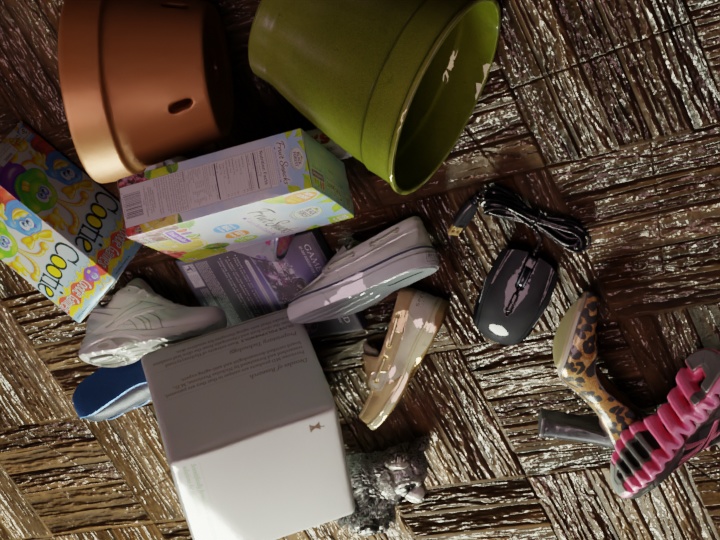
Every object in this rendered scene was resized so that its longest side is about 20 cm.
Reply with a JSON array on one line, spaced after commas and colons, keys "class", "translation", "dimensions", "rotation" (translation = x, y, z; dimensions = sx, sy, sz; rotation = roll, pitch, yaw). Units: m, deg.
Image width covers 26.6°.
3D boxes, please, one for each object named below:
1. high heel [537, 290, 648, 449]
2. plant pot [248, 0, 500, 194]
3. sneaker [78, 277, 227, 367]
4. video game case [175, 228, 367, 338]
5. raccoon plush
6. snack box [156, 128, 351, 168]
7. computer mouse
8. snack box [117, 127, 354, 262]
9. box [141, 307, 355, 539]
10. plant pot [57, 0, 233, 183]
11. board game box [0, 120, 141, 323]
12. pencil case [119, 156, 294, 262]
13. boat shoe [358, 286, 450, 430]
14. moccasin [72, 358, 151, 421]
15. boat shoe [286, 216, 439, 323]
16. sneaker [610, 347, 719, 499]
[{"class": "high heel", "translation": [0.279, 0.110, 1.660], "dimensions": [0.140, 0.072, 0.202], "rotation": [7, 124, -1]}, {"class": "plant pot", "translation": [0.003, -0.207, 1.451], "dimensions": [0.191, 0.200, 0.202], "rotation": [29, 134, 17]}, {"class": "sneaker", "translation": [-0.252, 0.053, 1.829], "dimensions": [0.197, 0.101, 0.078], "rotation": [-9, 159, 20]}, {"class": "video game case", "translation": [-0.105, 0.025, 1.787], "dimensions": [0.198, 0.019, 0.144], "rotation": [-11, 121, 30]}, {"class": "raccoon plush", "translation": [-0.007, 0.235, 1.867], "dimensions": [0.198, 0.097, 0.135], "rotation": [24, 125, 5]}, {"class": "snack box", "translation": [-0.110, -0.114, 1.602], "dimensions": [0.197, 0.072, 0.025], "rotation": [-13, 82, 9]}, {"class": "computer mouse", "translation": [0.146, 0.004, 1.634], "dimensions": [0.139, 0.046, 0.201], "rotation": [28, 133, 0]}, {"class": "snack box", "translation": [-0.123, -0.073, 1.550], "dimensions": [0.197, 0.169, 0.069], "rotation": [-16, 79, 12]}, {"class": "box", "translation": [-0.128, 0.190, 1.760], "dimensions": [0.197, 0.172, 0.201], "rotation": [-18, 136, -9]}, {"class": "plant pot", "translation": [-0.210, -0.196, 1.555], "dimensions": [0.138, 0.201, 0.202], "rotation": [-4, 126, 7]}, {"class": "board game box", "translation": [-0.362, -0.056, 1.782], "dimensions": [0.199, 0.105, 0.103], "rotation": [40, 132, -10]}, {"class": "pencil case", "translation": [-0.163, -0.077, 1.689], "dimensions": [0.198, 0.083, 0.092], "rotation": [19, 118, 10]}, {"class": "boat shoe", "translation": [0.036, 0.096, 1.748], "dimensions": [0.069, 0.074, 0.201], "rotation": [29, 124, 3]}, {"class": "moccasin", "translation": [-0.266, 0.123, 1.895], "dimensions": [0.198, 0.081, 0.068], "rotation": [-26, 155, 15]}, {"class": "boat shoe", "translation": [0.000, 0.000, 1.691], "dimensions": [0.198, 0.073, 0.068], "rotation": [-22, 71, 26]}, {"class": "sneaker", "translation": [0.352, 0.177, 1.639], "dimensions": [0.095, 0.079, 0.201], "rotation": [21, 119, -31]}]
